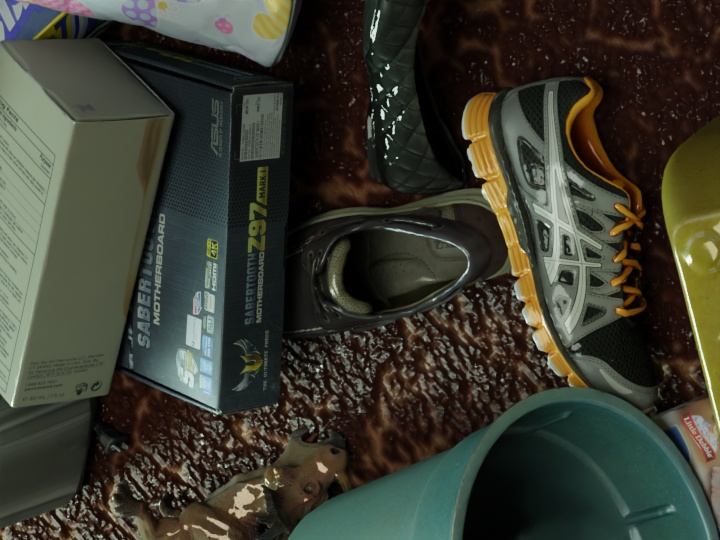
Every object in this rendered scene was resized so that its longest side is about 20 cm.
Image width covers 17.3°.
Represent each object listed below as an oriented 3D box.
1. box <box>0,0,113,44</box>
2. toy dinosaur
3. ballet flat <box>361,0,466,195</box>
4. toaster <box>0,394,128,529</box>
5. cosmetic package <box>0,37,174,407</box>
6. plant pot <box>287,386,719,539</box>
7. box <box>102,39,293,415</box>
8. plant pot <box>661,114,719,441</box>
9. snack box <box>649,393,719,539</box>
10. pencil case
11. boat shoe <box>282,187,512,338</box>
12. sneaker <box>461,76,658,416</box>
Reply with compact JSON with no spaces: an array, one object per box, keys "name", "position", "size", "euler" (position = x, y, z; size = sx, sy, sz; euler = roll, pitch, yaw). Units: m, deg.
[{"name":"box","position":[-0.234,-0.133,1.445],"size":[0.200,0.064,0.070],"euler":[-43,77,-5]},{"name":"toy dinosaur","position":[-0.080,0.193,1.478],"size":[0.135,0.086,0.200],"euler":[16,114,19]},{"name":"ballet flat","position":[0.030,-0.122,1.320],"size":[0.057,0.067,0.200],"euler":[2,139,5]},{"name":"toaster","position":[-0.266,0.104,1.536],"size":[0.200,0.129,0.114],"euler":[22,112,24]},{"name":"cosmetic package","position":[-0.183,-0.029,1.426],"size":[0.105,0.071,0.200],"euler":[46,130,40]},{"name":"plant pot","position":[0.064,0.182,1.320],"size":[0.196,0.200,0.201],"euler":[-21,90,48]},{"name":"box","position":[-0.110,-0.029,1.434],"size":[0.158,0.051,0.200],"euler":[21,112,48]},{"name":"plant pot","position":[0.254,0.005,1.167],"size":[0.195,0.200,0.195],"euler":[-12,95,31]},{"name":"snack box","position":[0.225,0.164,1.322],"size":[0.072,0.024,0.200],"euler":[-27,87,34]},{"name":"pencil case","position":[-0.126,-0.179,1.371],"size":[0.200,0.091,0.083],"euler":[14,84,-1]},{"name":"boat shoe","position":[0.000,0.000,1.393],"size":[0.200,0.065,0.072],"euler":[-13,97,33]},{"name":"sneaker","position":[0.125,-0.015,1.314],"size":[0.077,0.078,0.200],"euler":[-22,91,23]}]
